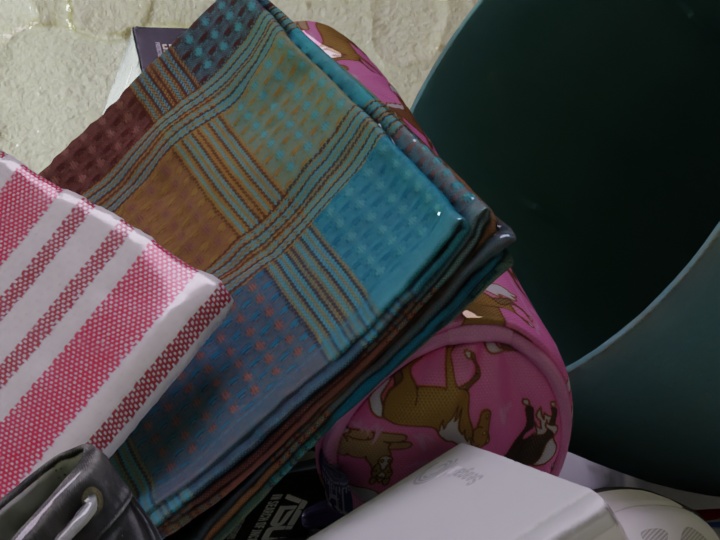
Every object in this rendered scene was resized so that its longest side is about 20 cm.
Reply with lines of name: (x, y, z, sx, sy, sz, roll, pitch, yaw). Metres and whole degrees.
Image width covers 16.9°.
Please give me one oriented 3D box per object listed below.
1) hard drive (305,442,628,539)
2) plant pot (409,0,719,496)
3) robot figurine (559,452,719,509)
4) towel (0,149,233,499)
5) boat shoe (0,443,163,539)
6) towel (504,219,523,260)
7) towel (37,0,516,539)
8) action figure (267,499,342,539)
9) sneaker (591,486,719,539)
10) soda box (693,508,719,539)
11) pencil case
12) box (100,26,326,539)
hard drive: (-0.036, 0.111, 0.616, 0.199, 0.026, 0.132, -31, 8, -11)
plant pot: (0.127, -0.013, 0.844, 0.160, 0.202, 0.200, 32, -17, -31)
robot figurine: (0.160, 0.085, 0.995, 0.198, 0.114, 0.170, -2, -33, -6)
towel: (-0.151, 0.020, 0.717, 0.199, 0.147, 0.030, 29, -23, 28)
boat shoe: (-0.121, 0.110, 0.569, 0.072, 0.071, 0.200, -21, 12, 46)
towel: (0.001, 0.034, 0.986, 0.018, 0.087, 0.200, 23, -19, -21)
towel: (-0.050, -0.005, 0.746, 0.022, 0.147, 0.200, 45, 2, -37)
action figure: (-0.050, 0.114, 0.824, 0.198, 0.070, 0.130, -19, 18, 10)
sneaker: (0.074, 0.126, 0.683, 0.115, 0.076, 0.200, 9, 23, 39)
soda box: (0.152, 0.115, 0.823, 0.198, 0.069, 0.064, -3, 2, -9)
pencil case: (0.000, 0.000, 0.778, 0.086, 0.083, 0.200, -37, 38, 9)
box: (-0.061, 0.031, 0.954, 0.085, 0.165, 0.200, 0, -35, -23)
